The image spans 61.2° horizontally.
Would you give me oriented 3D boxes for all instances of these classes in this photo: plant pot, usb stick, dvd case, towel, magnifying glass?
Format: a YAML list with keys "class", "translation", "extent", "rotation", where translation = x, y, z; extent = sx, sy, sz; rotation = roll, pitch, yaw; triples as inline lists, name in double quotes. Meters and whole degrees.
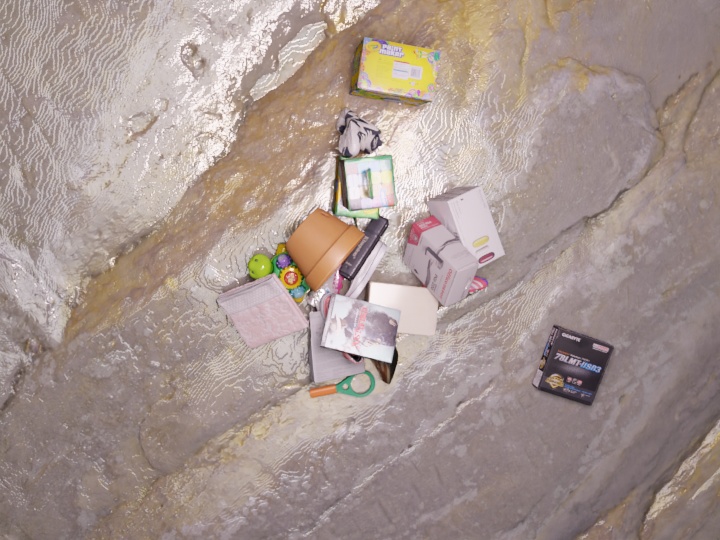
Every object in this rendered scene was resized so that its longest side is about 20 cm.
- class: "plant pot"
  translation: [-0.103, -0.065, 1.579]
  extent: [0.140, 0.200, 0.201]
  rotation: [41, 93, -1]
- class: "usb stick"
  translation: [0.011, -0.064, 1.679]
  extent: [0.055, 0.033, 0.202]
  rotation: [28, 79, 29]
- class: "dvd case"
  translation: [0.002, 0.155, 1.624]
  extent: [0.196, 0.022, 0.149]
  rotation: [15, 75, -5]
- class: "towel"
  translation: [-0.268, 0.116, 1.665]
  extent: [0.197, 0.032, 0.193]
  rotation: [-21, 119, 19]
- class: "magnifying glass"
  translation: [-0.052, 0.344, 1.794]
  extent: [0.195, 0.022, 0.081]
  rotation: [-11, 101, -8]

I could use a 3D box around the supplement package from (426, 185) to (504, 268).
- class: "supplement package"
  translation: [0.289, -0.119, 1.682]
  extent: [0.109, 0.155, 0.203]
  rotation: [-25, 102, -12]

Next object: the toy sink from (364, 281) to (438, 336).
- class: "toy sink"
  translation: [0.110, 0.107, 1.718]
  extent: [0.195, 0.112, 0.134]
  rotation: [6, 88, -6]

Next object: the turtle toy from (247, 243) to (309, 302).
- class: "turtle toy"
  translation: [-0.213, 0.007, 1.670]
  extent: [0.196, 0.101, 0.149]
  rotation: [16, 97, -10]

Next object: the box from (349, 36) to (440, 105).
- class: "box"
  translation: [0.083, -0.507, 1.575]
  extent: [0.195, 0.193, 0.125]
  rotation: [7, 99, -9]

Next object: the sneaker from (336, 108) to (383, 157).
- class: "sneaker"
  translation: [0.009, -0.345, 1.604]
  extent: [0.127, 0.200, 0.080]
  rotation: [18, 117, -22]

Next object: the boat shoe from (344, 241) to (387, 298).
- class: "boat shoe"
  translation: [0.000, 0.000, 1.720]
  extent: [0.065, 0.074, 0.202]
  rotation: [32, 83, -4]

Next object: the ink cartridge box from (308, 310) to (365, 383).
- class: "ink cartridge box"
  translation: [-0.071, 0.205, 1.734]
  extent: [0.159, 0.057, 0.205]
  rotation: [-8, 96, -23]

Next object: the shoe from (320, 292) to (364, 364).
- class: "shoe"
  translation: [-0.045, 0.159, 1.663]
  extent: [0.070, 0.091, 0.204]
  rotation: [-25, 107, -18]

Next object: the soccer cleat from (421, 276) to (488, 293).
- class: "soccer cleat"
  translation: [0.274, 0.027, 1.761]
  extent: [0.195, 0.067, 0.078]
  rotation: [-4, 96, -4]

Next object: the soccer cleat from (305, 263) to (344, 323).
- class: "soccer cleat"
  translation: [-0.104, 0.060, 1.704]
  extent: [0.085, 0.070, 0.204]
  rotation: [8, 101, -30]

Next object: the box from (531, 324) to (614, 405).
- class: "box"
  translation: [0.651, 0.291, 1.865]
  extent: [0.196, 0.050, 0.202]
  rotation: [19, 98, -11]

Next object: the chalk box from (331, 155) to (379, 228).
- class: "chalk box"
  translation: [-0.012, -0.204, 1.650]
  extent: [0.121, 0.125, 0.205]
  rotation: [5, 98, -8]

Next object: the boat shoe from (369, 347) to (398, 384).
- class: "boat shoe"
  translation: [0.064, 0.242, 1.740]
  extent: [0.072, 0.076, 0.203]
  rotation: [12, 134, 19]

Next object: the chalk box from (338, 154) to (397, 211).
- class: "chalk box"
  translation: [0.019, -0.215, 1.487]
  extent: [0.121, 0.200, 0.127]
  rotation: [-7, 101, -7]

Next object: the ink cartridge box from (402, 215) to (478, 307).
- class: "ink cartridge box"
  translation: [0.213, -0.025, 1.647]
  extent: [0.084, 0.200, 0.147]
  rotation: [-22, 144, -30]
